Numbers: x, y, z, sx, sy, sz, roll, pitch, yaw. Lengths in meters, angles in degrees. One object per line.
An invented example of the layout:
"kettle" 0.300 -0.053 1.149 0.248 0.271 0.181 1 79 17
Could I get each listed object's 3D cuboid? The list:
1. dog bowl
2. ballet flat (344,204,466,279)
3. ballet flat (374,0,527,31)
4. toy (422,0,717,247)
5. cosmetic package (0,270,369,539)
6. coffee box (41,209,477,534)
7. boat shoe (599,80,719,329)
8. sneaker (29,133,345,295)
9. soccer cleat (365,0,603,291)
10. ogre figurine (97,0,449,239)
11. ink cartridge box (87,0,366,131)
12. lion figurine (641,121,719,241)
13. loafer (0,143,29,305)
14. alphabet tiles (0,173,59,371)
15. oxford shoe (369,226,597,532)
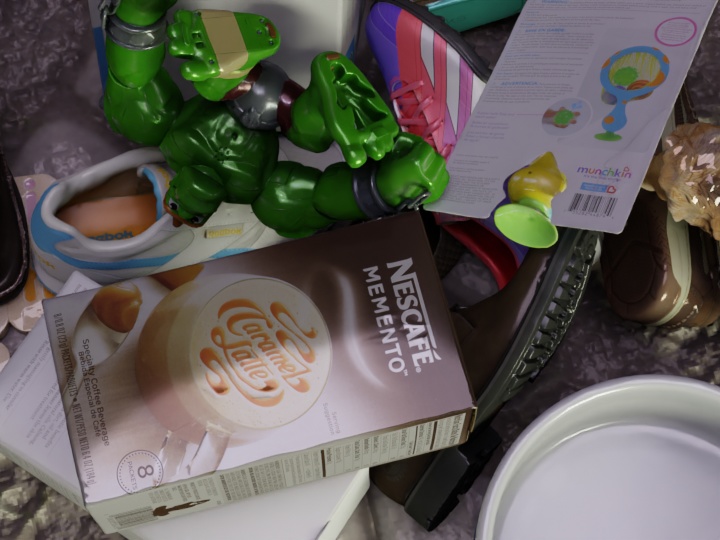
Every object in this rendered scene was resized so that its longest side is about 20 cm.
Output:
"dog bowl" 0.161 0.163 0.949 0.200 0.079 0.201 0 73 0
"ballet flat" 0.000 0.000 1.014 0.200 0.046 0.067 -42 76 -16
"ballet flat" 0.105 -0.189 1.063 0.200 0.069 0.071 -9 69 7
"toy" 0.126 -0.091 0.955 0.115 0.047 0.200 8 51 30
"cosmetic package" -0.104 0.102 0.962 0.200 0.085 0.108 33 75 9
"coffee box" -0.052 0.052 0.892 0.200 0.080 0.115 -14 71 -5
"boat shoe" 0.180 -0.058 1.035 0.075 0.075 0.203 14 66 -32
"sneaker" -0.093 -0.038 1.006 0.200 0.081 0.077 -18 72 -16
"soccer cleat" 0.057 -0.069 0.999 0.073 0.068 0.200 -37 91 -18
"ogre figurine" -0.060 -0.080 0.928 0.200 0.120 0.098 16 58 -21
"ink cartridge box" -0.065 -0.208 1.012 0.146 0.147 0.200 9 60 3
"lion figurine" 0.228 0.005 0.953 0.072 0.122 0.200 -27 90 29
"loafer" -0.238 -0.064 0.964 0.073 0.071 0.200 -20 112 -9
"alphabet tiles" -0.272 0.002 1.029 0.200 0.015 0.196 -8 73 -3
"oxford shoe" 0.059 0.043 0.958 0.084 0.073 0.200 37 103 16
